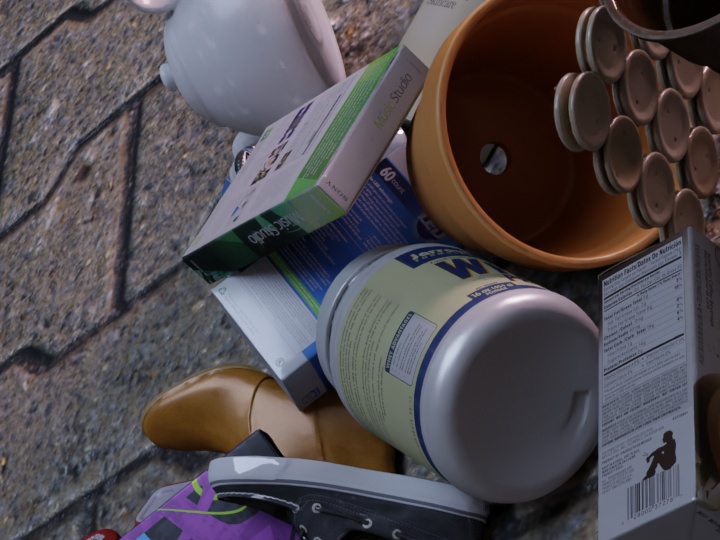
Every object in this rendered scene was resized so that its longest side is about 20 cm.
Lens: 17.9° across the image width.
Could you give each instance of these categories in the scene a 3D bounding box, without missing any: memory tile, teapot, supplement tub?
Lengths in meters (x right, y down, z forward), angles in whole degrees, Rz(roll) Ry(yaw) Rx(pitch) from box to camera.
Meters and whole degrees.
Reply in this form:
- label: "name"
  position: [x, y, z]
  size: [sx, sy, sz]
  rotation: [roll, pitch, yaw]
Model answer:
- label: "memory tile"
  position: [0.189, -0.107, 1.499]
  size: [0.017, 0.200, 0.154]
  rotation: [-2, 61, 34]
- label: "teapot"
  position: [-0.110, -0.198, 1.985]
  size: [0.145, 0.202, 0.197]
  rotation: [-21, 0, 12]
- label: "supplement tub"
  position: [0.066, 0.064, 1.569]
  size: [0.146, 0.145, 0.200]
  rotation: [-59, 31, -2]

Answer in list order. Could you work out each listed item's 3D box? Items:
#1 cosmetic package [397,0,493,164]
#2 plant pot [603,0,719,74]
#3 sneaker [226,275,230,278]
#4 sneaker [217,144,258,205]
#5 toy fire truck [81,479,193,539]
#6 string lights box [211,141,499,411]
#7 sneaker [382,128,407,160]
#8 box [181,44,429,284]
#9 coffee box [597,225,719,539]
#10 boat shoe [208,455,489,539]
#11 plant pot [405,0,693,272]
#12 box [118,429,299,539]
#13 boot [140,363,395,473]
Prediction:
- label: "cosmetic package"
  position: [0.098, -0.193, 1.825]
  size: [0.103, 0.073, 0.201]
  rotation: [20, 81, 59]
- label: "plant pot"
  position: [0.289, -0.180, 1.419]
  size: [0.200, 0.198, 0.201]
  rotation: [-36, 36, 32]
- label: "sneaker"
  position: [-0.054, -0.017, 1.877]
  size: [0.199, 0.079, 0.078]
  rotation: [-15, 50, 48]
- label: "sneaker"
  position: [-0.047, -0.001, 1.803]
  size: [0.201, 0.075, 0.077]
  rotation: [61, 141, 15]
- label: "toy fire truck"
  position: [-0.131, 0.216, 1.766]
  size: [0.199, 0.112, 0.168]
  rotation: [-19, 29, 45]
- label: "string lights box"
  position: [0.000, 0.000, 1.706]
  size: [0.199, 0.059, 0.103]
  rotation: [-37, 59, -6]
- label: "sneaker"
  position: [-0.020, -0.078, 1.855]
  size: [0.084, 0.073, 0.200]
  rotation: [-24, 7, -21]
- label: "box"
  position: [-0.041, -0.075, 1.675]
  size: [0.200, 0.036, 0.145]
  rotation: [-27, 27, 55]
- label: "coffee box"
  position: [0.207, 0.090, 1.377]
  size: [0.080, 0.113, 0.201]
  rotation: [-31, 39, 36]
- label: "boat shoe"
  position: [-0.012, 0.173, 1.578]
  size: [0.070, 0.198, 0.067]
  rotation: [87, -167, -76]
- label: "plant pot"
  position: [0.120, -0.090, 1.608]
  size: [0.201, 0.199, 0.140]
  rotation: [-68, 15, -17]
- label: "box"
  position: [-0.107, 0.231, 1.630]
  size: [0.200, 0.036, 0.143]
  rotation: [-39, 76, 1]
- label: "boot"
  position: [-0.071, 0.140, 1.711]
  size: [0.199, 0.071, 0.145]
  rotation: [-14, 47, 10]
